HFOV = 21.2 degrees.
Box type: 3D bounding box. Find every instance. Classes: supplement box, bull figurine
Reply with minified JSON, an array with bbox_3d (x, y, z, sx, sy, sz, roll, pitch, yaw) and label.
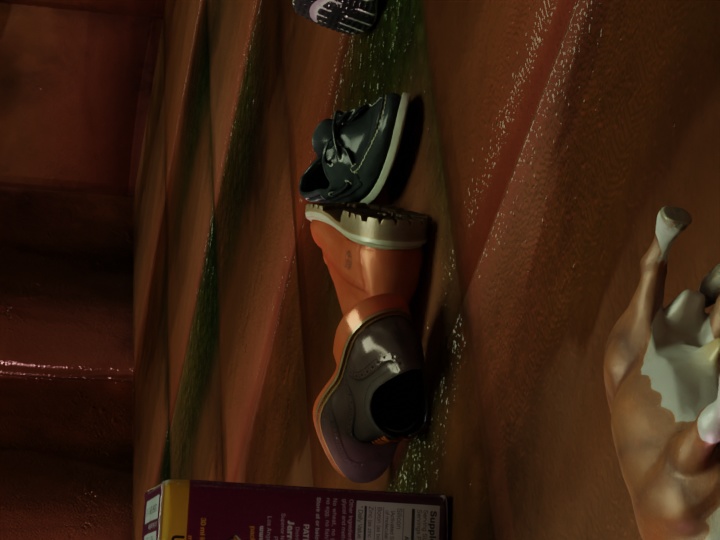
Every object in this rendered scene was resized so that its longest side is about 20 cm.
[{"bbox_3d":[-0.050,0.204,1.344,0.131,0.199,0.104,141,133,-74],"label":"supplement box"},{"bbox_3d":[0.144,0.069,0.793,0.200,0.065,0.122,-105,26,-53],"label":"bull figurine"}]

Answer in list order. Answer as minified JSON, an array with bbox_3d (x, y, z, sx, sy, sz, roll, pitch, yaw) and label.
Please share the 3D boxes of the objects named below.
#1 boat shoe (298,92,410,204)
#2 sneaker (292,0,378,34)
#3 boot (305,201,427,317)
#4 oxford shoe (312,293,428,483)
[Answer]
[{"bbox_3d":[-0.009,-0.097,1.571,0.199,0.066,0.075,129,158,-72],"label":"boat shoe"},{"bbox_3d":[-0.004,-0.270,1.663,0.200,0.073,0.080,134,153,-66],"label":"sneaker"},{"bbox_3d":[0.000,0.000,1.508,0.200,0.075,0.108,-144,54,-75],"label":"boot"},{"bbox_3d":[0.011,0.107,1.422,0.201,0.071,0.073,94,154,-50],"label":"oxford shoe"}]
